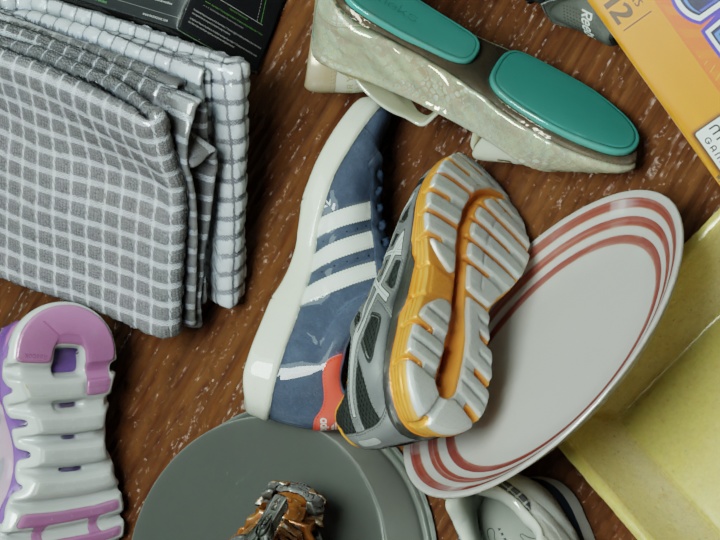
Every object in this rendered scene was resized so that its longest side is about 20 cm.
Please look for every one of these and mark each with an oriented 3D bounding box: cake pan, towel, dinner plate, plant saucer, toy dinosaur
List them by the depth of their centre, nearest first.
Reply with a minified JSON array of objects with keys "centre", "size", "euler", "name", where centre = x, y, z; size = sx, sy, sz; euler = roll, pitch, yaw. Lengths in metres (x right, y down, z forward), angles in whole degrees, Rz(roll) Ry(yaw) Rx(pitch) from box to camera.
[{"centre":[0.220,0.073,1.093],"size":[0.200,0.048,0.200],"euler":[-47,61,13],"name":"plant saucer"},{"centre":[-0.071,0.193,1.112],"size":[0.102,0.200,0.136],"euler":[31,129,24],"name":"toy dinosaur"},{"centre":[0.099,0.042,1.127],"size":[0.200,0.024,0.200],"euler":[-41,21,19],"name":"dinner plate"},{"centre":[-0.052,0.171,1.229],"size":[0.200,0.037,0.200],"euler":[-7,75,27],"name":"cake pan"},{"centre":[-0.163,-0.062,1.285],"size":[0.200,0.086,0.166],"euler":[21,122,30],"name":"towel"}]

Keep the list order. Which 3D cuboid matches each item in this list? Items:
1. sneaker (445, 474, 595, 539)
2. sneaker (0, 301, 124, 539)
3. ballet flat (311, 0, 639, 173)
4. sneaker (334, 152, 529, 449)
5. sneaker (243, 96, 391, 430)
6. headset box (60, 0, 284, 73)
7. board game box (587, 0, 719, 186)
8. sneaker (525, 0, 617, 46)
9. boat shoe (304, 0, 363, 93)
[{"centre":[0.106,0.192,1.111],"size":[0.076,0.080,0.200],"euler":[-40,64,14],"name":"sneaker"},{"centre":[-0.195,0.116,1.305],"size":[0.088,0.080,0.200],"euler":[8,96,57],"name":"sneaker"},{"centre":[0.062,-0.099,1.203],"size":[0.200,0.067,0.062],"euler":[32,130,7],"name":"ballet flat"},{"centre":[0.033,0.014,1.167],"size":[0.077,0.078,0.200],"euler":[-30,28,40],"name":"sneaker"},{"centre":[0.000,0.000,1.230],"size":[0.084,0.075,0.200],"euler":[17,76,4],"name":"sneaker"},{"centre":[-0.118,-0.247,1.334],"size":[0.174,0.093,0.200],"euler":[19,87,32],"name":"headset box"},{"centre":[0.205,-0.185,1.032],"size":[0.200,0.200,0.200],"euler":[-35,94,16],"name":"board game box"},{"centre":[0.118,-0.167,1.198],"size":[0.200,0.066,0.091],"euler":[-6,73,26],"name":"sneaker"},{"centre":[-0.012,-0.201,1.267],"size":[0.065,0.072,0.200],"euler":[-3,80,-3],"name":"boat shoe"}]
